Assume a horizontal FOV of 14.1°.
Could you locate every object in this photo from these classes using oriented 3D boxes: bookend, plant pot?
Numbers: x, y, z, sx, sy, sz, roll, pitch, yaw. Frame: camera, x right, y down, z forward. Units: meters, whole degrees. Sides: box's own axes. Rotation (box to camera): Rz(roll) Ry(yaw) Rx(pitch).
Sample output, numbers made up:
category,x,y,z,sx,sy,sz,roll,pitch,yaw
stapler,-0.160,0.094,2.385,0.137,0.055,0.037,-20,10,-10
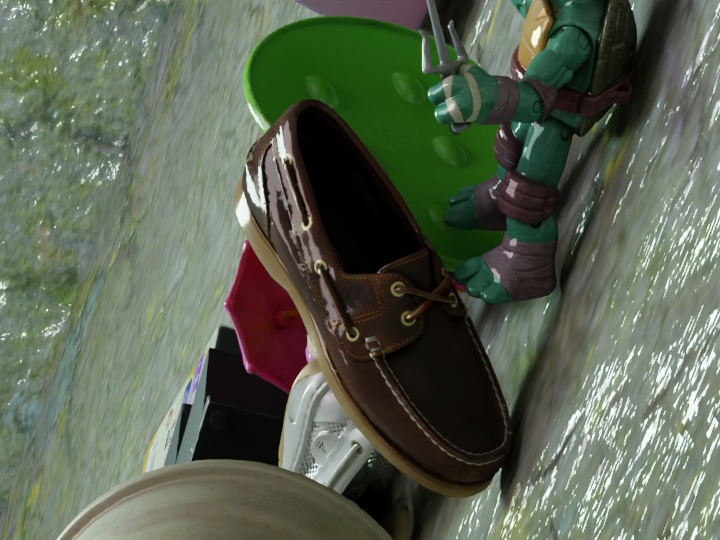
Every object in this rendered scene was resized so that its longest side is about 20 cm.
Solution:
category,x,y,z,sx,sy,sz,roll,pitch,yaw
bookend,-0.064,0.124,1.661,0.200,0.092,0.199,-91,16,-65
plant pot,-0.073,0.202,1.242,0.184,0.200,0.201,-53,-16,-75

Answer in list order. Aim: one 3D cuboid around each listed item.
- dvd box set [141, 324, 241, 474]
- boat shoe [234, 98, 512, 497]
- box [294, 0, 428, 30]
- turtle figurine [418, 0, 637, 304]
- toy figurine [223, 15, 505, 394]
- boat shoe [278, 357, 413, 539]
category,x,y,z,sx,sy,sz,roll,pitch,yaw
dvd box set,-0.134,0.152,2.200,0.200,0.029,0.147,122,161,-52
boat shoe,0.009,0.011,1.358,0.070,0.200,0.070,-22,-21,-41
box,0.012,-0.241,1.826,0.176,0.096,0.200,-62,11,4
turtle figurine,0.077,-0.094,1.330,0.150,0.100,0.201,-62,-19,-58
toy figurine,0.000,0.000,1.514,0.200,0.150,0.185,58,141,39
boat shoe,-0.007,0.127,1.488,0.069,0.071,0.200,47,148,32
